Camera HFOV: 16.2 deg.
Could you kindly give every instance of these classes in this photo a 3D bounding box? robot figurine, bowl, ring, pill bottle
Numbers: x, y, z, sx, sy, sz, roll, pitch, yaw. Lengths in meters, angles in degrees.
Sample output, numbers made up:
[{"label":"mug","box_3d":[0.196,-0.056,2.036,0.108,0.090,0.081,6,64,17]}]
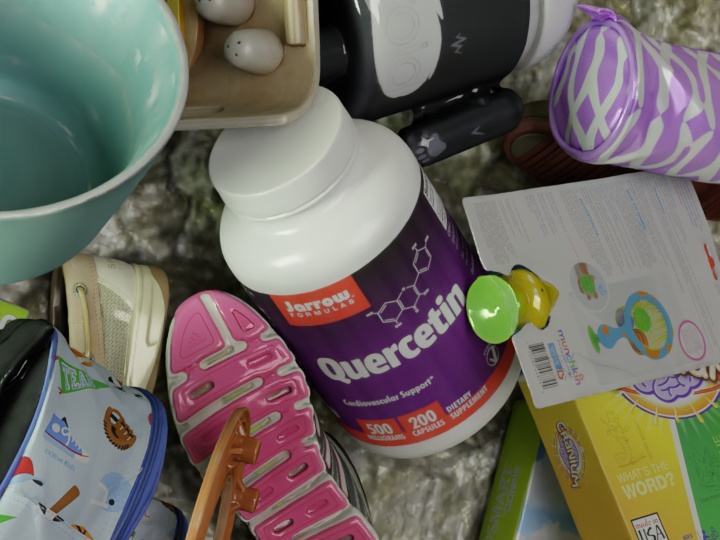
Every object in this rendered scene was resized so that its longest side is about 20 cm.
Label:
[{"label":"robot figurine","box_3d":[0.023,-0.149,1.365,0.199,0.125,0.151,-20,128,-26]},{"label":"bowl","box_3d":[-0.189,-0.071,1.236,0.200,0.105,0.202,6,51,-8]},{"label":"ring","box_3d":[-0.076,0.164,1.211,0.019,0.200,0.201,14,82,4]},{"label":"pill bottle","box_3d":[0.000,0.000,1.324,0.113,0.112,0.200,-50,131,-19]}]

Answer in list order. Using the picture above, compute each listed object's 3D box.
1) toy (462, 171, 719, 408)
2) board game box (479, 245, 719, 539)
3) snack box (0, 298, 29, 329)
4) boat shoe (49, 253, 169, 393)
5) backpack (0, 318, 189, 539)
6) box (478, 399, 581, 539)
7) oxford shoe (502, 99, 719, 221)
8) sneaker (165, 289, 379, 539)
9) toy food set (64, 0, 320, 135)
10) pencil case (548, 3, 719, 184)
[{"label":"toy","box_3d":[0.126,0.011,1.365,0.200,0.047,0.116,-8,75,-50]},{"label":"board game box","box_3d":[0.164,0.070,1.425,0.153,0.040,0.201,-12,74,-38]},{"label":"snack box","box_3d":[-0.265,0.090,1.249,0.142,0.053,0.201,23,79,-27]},{"label":"boat shoe","box_3d":[-0.147,0.090,1.304,0.065,0.072,0.201,13,78,-21]},{"label":"backpack","box_3d":[-0.167,0.124,1.174,0.154,0.200,0.191,31,70,-31]},{"label":"box","box_3d":[0.127,0.165,1.455,0.122,0.048,0.201,21,79,-26]},{"label":"oxford shoe","box_3d":[0.167,-0.079,1.477,0.199,0.071,0.074,11,66,-32]},{"label":"sneaker","box_3d":[-0.048,0.098,1.345,0.074,0.087,0.200,-30,105,-3]},{"label":"toy food set","box_3d":[-0.098,-0.171,1.283,0.060,0.143,0.201,-3,91,-60]},{"label":"pencil case","box_3d":[0.199,-0.090,1.404,0.199,0.084,0.086,6,101,-35]}]
